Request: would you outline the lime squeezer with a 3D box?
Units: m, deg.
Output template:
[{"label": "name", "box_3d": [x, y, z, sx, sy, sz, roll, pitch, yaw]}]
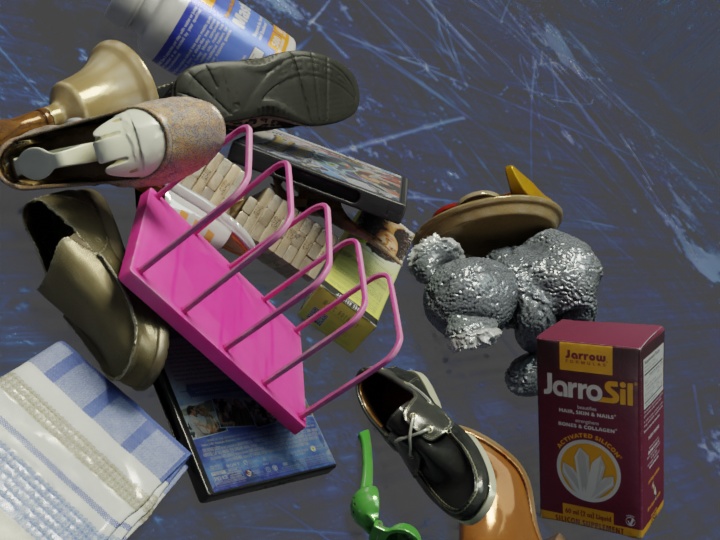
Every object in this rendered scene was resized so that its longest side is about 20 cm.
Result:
[{"label": "lime squeezer", "box_3d": [0.035, 0.217, 0.747, 0.070, 0.038, 0.200, 7, 28, -47]}]

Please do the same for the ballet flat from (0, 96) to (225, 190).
[{"label": "ballet flat", "box_3d": [-0.203, -0.092, 0.687, 0.067, 0.199, 0.068, -35, 113, -68]}]

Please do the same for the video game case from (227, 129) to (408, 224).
[{"label": "video game case", "box_3d": [-0.036, -0.108, 0.939, 0.180, 0.026, 0.200, 21, 13, -1]}]

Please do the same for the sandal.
[{"label": "sandal", "box_3d": [-0.190, -0.056, 0.791, 0.206, 0.079, 0.059, 37, 72, -28]}]

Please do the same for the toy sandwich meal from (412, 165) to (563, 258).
[{"label": "toy sandwich meal", "box_3d": [0.155, -0.063, 1.071, 0.205, 0.205, 0.071, 11, 61, -41]}]

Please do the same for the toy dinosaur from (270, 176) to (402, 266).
[{"label": "toy dinosaur", "box_3d": [-0.044, -0.073, 0.934, 0.106, 0.061, 0.200, -8, 36, -27]}]

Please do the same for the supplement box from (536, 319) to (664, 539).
[{"label": "supplement box", "box_3d": [0.249, 0.159, 0.904, 0.086, 0.110, 0.201, -19, 109, -55]}]

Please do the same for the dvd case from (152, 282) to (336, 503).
[{"label": "dvd case", "box_3d": [-0.115, 0.095, 0.753, 0.142, 0.018, 0.200, 0, 54, -47]}]

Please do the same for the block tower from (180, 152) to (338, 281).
[{"label": "block tower", "box_3d": [-0.122, -0.063, 0.862, 0.200, 0.058, 0.054, 35, 71, -18]}]

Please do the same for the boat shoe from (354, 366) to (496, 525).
[{"label": "boat shoe", "box_3d": [0.053, 0.154, 0.792, 0.067, 0.072, 0.200, 26, 14, -34]}]

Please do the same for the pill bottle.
[{"label": "pill bottle", "box_3d": [-0.184, -0.271, 0.998, 0.200, 0.112, 0.112, 30, 35, -23]}]

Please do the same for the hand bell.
[{"label": "hand bell", "box_3d": [-0.288, -0.130, 0.776, 0.104, 0.104, 0.200, 49, 46, 7]}]

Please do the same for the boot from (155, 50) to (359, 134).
[{"label": "boot", "box_3d": [-0.120, -0.176, 0.897, 0.203, 0.154, 0.074, -10, 97, -33]}]

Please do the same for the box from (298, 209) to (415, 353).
[{"label": "box", "box_3d": [0.000, 0.000, 0.954, 0.075, 0.050, 0.200, 36, 34, -8]}]

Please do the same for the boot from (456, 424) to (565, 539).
[{"label": "boot", "box_3d": [0.104, 0.248, 0.788, 0.200, 0.077, 0.155, 56, 37, 4]}]

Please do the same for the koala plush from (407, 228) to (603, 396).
[{"label": "koala plush", "box_3d": [0.155, 0.031, 1.001, 0.199, 0.184, 0.178, 5, 48, -29]}]

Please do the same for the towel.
[{"label": "towel", "box_3d": [-0.215, 0.140, 0.588, 0.147, 0.024, 0.200, 42, 31, 0]}]

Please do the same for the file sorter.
[{"label": "file sorter", "box_3d": [-0.073, 0.002, 0.715, 0.200, 0.125, 0.139, 47, 17, -27]}]

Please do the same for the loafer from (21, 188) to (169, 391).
[{"label": "loafer", "box_3d": [-0.215, 0.014, 0.688, 0.067, 0.076, 0.200, 2, 42, -46]}]
